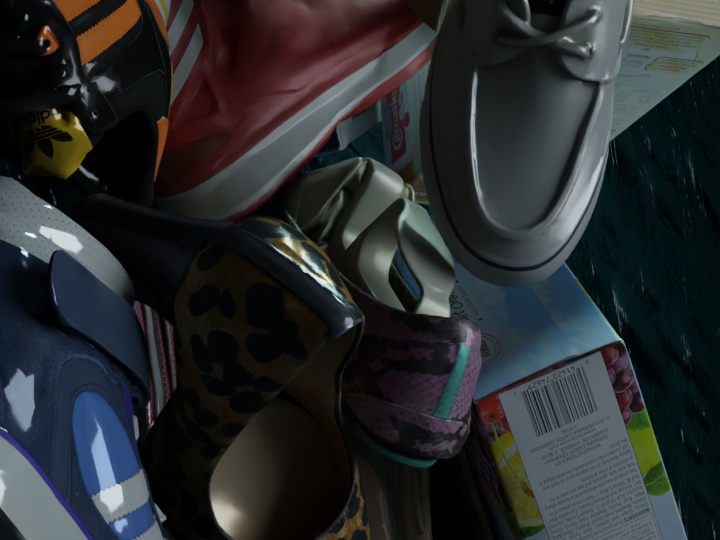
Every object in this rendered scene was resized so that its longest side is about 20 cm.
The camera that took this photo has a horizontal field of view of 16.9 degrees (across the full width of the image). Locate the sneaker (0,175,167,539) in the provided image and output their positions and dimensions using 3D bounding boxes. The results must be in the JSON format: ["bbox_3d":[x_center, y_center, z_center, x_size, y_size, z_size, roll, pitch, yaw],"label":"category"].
[{"bbox_3d":[-0.084,0.066,0.754,0.147,0.080,0.201,-77,146,-47],"label":"sneaker"}]

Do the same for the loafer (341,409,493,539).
[{"bbox_3d":[0.039,0.142,0.936,0.201,0.063,0.072,65,30,-9],"label":"loafer"}]

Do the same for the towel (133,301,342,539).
[{"bbox_3d":[-0.025,0.087,0.956,0.199,0.030,0.148,21,56,-53],"label":"towel"}]

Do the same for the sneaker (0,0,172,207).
[{"bbox_3d":[-0.107,-0.080,0.792,0.200,0.069,0.091,44,35,-67],"label":"sneaker"}]

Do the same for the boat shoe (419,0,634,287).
[{"bbox_3d":[0.067,-0.097,0.870,0.066,0.071,0.202,100,4,-80],"label":"boat shoe"}]

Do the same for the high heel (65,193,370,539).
[{"bbox_3d":[-0.017,0.065,0.804,0.071,0.142,0.201,-42,121,-22],"label":"high heel"}]

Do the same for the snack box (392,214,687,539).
[{"bbox_3d":[0.082,0.090,0.984,0.169,0.067,0.201,-118,-174,-66],"label":"snack box"}]

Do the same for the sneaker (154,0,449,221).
[{"bbox_3d":[-0.033,-0.116,0.961,0.200,0.078,0.116,-51,121,-37],"label":"sneaker"}]

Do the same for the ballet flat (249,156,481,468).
[{"bbox_3d":[0.000,0.000,0.917,0.069,0.072,0.200,21,15,-29],"label":"ballet flat"}]

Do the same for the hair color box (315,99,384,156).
[{"bbox_3d":[-0.046,-0.152,1.074,0.100,0.060,0.202,-40,118,-71],"label":"hair color box"}]

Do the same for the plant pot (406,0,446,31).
[{"bbox_3d":[0.043,-0.191,0.914,0.200,0.027,0.202,16,90,-89],"label":"plant pot"}]

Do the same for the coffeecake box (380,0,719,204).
[{"bbox_3d":[0.078,-0.133,1.047,0.200,0.072,0.155,140,-50,-58],"label":"coffeecake box"}]
